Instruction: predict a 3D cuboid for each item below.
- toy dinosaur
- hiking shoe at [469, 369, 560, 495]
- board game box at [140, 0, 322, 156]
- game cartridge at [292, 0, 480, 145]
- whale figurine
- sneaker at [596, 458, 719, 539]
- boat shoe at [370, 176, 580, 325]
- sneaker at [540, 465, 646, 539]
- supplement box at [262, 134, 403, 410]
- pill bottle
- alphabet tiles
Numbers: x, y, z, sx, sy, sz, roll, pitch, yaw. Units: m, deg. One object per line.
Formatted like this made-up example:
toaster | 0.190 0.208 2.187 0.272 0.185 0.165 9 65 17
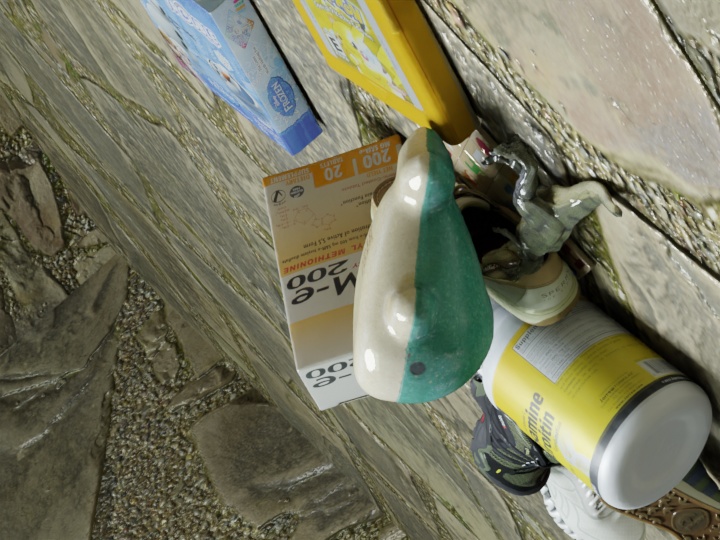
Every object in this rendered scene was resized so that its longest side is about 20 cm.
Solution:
toy dinosaur | 0.123 -0.051 1.425 0.088 0.047 0.200 55 159 2
hiking shoe | 0.153 0.154 1.835 0.101 0.076 0.200 40 159 34
board game box | -0.140 -0.222 1.898 0.200 0.043 0.199 40 166 41
game cartridge | -0.009 -0.194 1.477 0.176 0.032 0.200 37 167 46
whale figurine | 0.053 0.001 1.492 0.103 0.201 0.159 8 -158 -4
sneaker | 0.265 0.175 1.659 0.200 0.067 0.090 33 -144 -28
boat shoe | 0.084 -0.032 1.575 0.200 0.074 0.066 28 155 34
sneaker | 0.208 0.195 1.958 0.200 0.075 0.081 50 161 -12
supplement box | 0.000 0.000 1.683 0.074 0.126 0.201 62 -168 -54
pill bottle | 0.165 0.085 1.573 0.200 0.112 0.112 40 168 38
alphabet tiles | 0.111 -0.051 1.586 0.166 0.006 0.200 48 170 5
